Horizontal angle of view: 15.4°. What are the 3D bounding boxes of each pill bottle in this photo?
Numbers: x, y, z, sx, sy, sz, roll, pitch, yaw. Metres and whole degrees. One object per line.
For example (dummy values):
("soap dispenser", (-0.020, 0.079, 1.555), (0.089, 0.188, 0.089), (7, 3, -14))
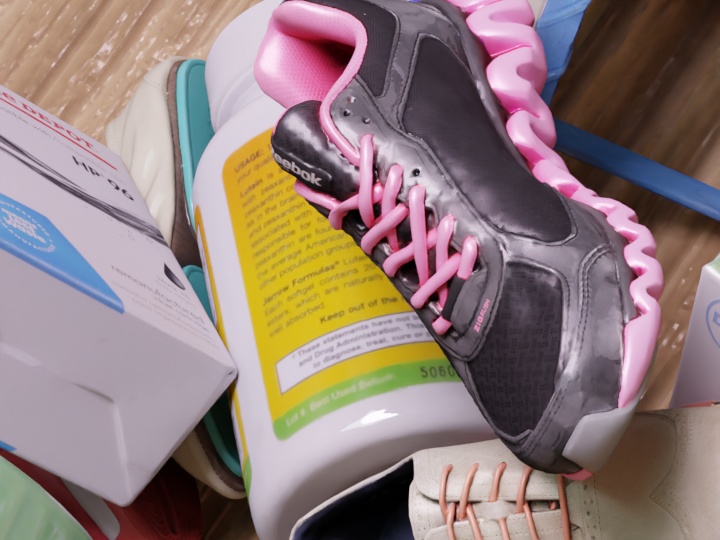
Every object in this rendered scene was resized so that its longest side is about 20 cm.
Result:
("pill bottle", (0.000, 0.000, 0.951), (0.110, 0.111, 0.201), (-23, 55, 13))

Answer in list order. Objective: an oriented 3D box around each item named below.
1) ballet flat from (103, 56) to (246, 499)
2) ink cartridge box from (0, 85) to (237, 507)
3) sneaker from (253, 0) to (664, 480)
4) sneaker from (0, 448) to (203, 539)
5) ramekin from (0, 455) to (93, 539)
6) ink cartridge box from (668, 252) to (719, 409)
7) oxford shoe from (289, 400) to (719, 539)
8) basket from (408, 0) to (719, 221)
("ballet flat", (-0.073, 0.008, 1.017), (0.069, 0.070, 0.201), (-18, 50, 16))
("ink cartridge box", (-0.132, -0.015, 0.954), (0.068, 0.116, 0.200), (-51, 35, 12))
("sneaker", (0.020, -0.017, 0.775), (0.079, 0.095, 0.201), (-63, 31, 31))
("sneaker", (-0.146, 0.076, 1.022), (0.116, 0.078, 0.200), (-52, 51, 13))
("ramekin", (-0.182, 0.115, 0.927), (0.199, 0.200, 0.098), (10, 60, 31))
("ink cartridge box", (0.162, 0.029, 0.744), (0.048, 0.201, 0.145), (-37, 62, -27))
("oxford shoe", (0.056, 0.080, 0.798), (0.200, 0.073, 0.071), (-24, 62, 49))
("basket", (0.085, -0.112, 0.907), (0.199, 0.177, 0.139), (16, 33, -1))
